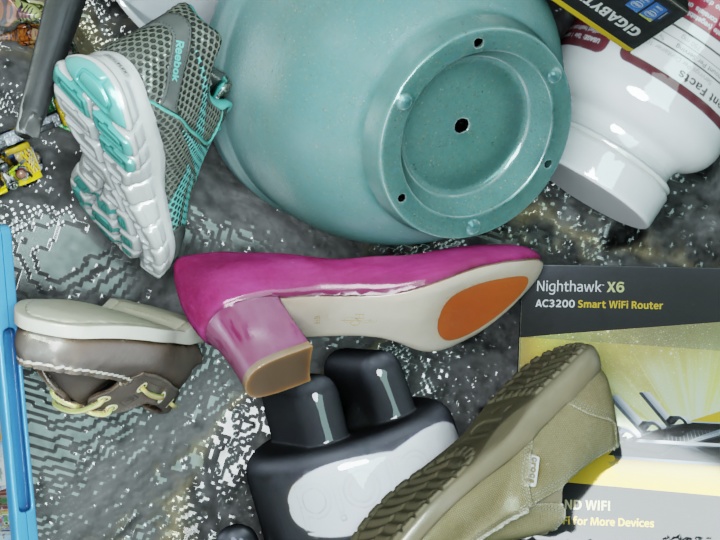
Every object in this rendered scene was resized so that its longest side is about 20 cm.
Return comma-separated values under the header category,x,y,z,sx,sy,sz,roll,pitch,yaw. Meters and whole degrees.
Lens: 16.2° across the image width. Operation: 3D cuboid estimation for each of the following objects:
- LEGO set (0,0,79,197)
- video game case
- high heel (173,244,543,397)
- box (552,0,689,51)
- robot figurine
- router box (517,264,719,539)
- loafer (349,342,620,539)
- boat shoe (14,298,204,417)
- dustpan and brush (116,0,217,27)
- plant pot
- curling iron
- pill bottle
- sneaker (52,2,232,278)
category,x,y,z,sx,sy,sz,roll,pitch,yaw
LEGO set,-0.204,-0.134,1.343,0.153,0.116,0.201,-15,97,-14
video game case,-0.227,0.077,1.345,0.018,0.143,0.201,-9,96,-47
high heel,0.000,0.000,1.382,0.199,0.096,0.068,-15,142,-28
box,0.091,-0.230,1.362,0.200,0.049,0.160,28,43,-36
robot figurine,0.007,0.146,1.418,0.150,0.125,0.201,-14,98,15
router box,0.186,0.079,1.416,0.199,0.052,0.158,1,78,7
loafer,0.070,0.120,1.336,0.200,0.076,0.068,-42,100,-20
boat shoe,-0.134,0.049,1.342,0.072,0.200,0.060,16,92,13
dustpan and brush,-0.028,-0.143,1.418,0.140,0.057,0.200,-45,135,6
plant pot,0.031,-0.095,1.366,0.199,0.134,0.201,-14,120,-24
curling iron,-0.140,-0.159,1.333,0.049,0.026,0.201,22,68,-1
pill bottle,0.179,-0.131,1.453,0.113,0.113,0.201,33,85,-15
sneaker,-0.103,-0.068,1.345,0.091,0.200,0.078,-40,73,-20
